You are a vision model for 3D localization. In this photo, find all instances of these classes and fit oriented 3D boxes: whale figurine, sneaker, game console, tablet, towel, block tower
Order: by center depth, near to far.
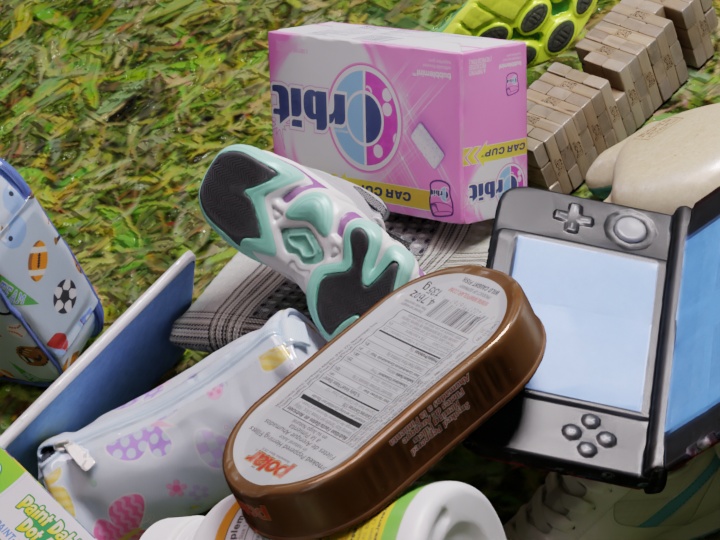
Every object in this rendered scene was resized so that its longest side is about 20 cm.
[{"bbox_3d":[0.155,0.008,1.487,0.171,0.119,0.201,12,48,1],"label":"game console"},{"bbox_3d":[0.127,0.140,1.541,0.199,0.081,0.077,-31,40,-5],"label":"sneaker"},{"bbox_3d":[0.004,-0.009,1.690,0.200,0.140,0.078,44,108,23],"label":"sneaker"},{"bbox_3d":[0.217,-0.047,1.725,0.159,0.104,0.200,-32,15,-11],"label":"whale figurine"},{"bbox_3d":[-0.175,0.082,1.729,0.014,0.130,0.200,35,61,14],"label":"tablet"},{"bbox_3d":[0.000,0.000,1.770,0.192,0.035,0.200,3,29,30],"label":"towel"},{"bbox_3d":[0.167,-0.125,1.856,0.200,0.054,0.058,-43,42,-23],"label":"block tower"},{"bbox_3d":[0.079,-0.162,1.893,0.200,0.074,0.084,-36,23,20],"label":"sneaker"}]

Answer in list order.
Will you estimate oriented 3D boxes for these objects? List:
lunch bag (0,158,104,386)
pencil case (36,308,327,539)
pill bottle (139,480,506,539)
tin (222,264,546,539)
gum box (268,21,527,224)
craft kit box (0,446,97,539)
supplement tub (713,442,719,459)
[{"bbox_3d":[-0.274,-0.012,1.821,0.160,0.200,0.076,11,52,36],"label":"lunch bag"},{"bbox_3d":[-0.103,0.101,1.664,0.199,0.091,0.083,-28,26,14],"label":"pencil case"},{"bbox_3d":[-0.026,0.175,1.470,0.199,0.111,0.111,-5,40,33],"label":"pill bottle"},{"bbox_3d":[0.012,0.069,1.455,0.200,0.042,0.112,-39,28,-19],"label":"tin"},{"bbox_3d":[0.020,-0.104,1.821,0.066,0.114,0.199,-13,17,-42],"label":"gum box"},{"bbox_3d":[-0.139,0.217,1.485,0.048,0.201,0.197,-33,40,-15],"label":"craft kit box"},{"bbox_3d":[0.295,0.037,1.498,0.145,0.146,0.201,11,63,35],"label":"supplement tub"}]
